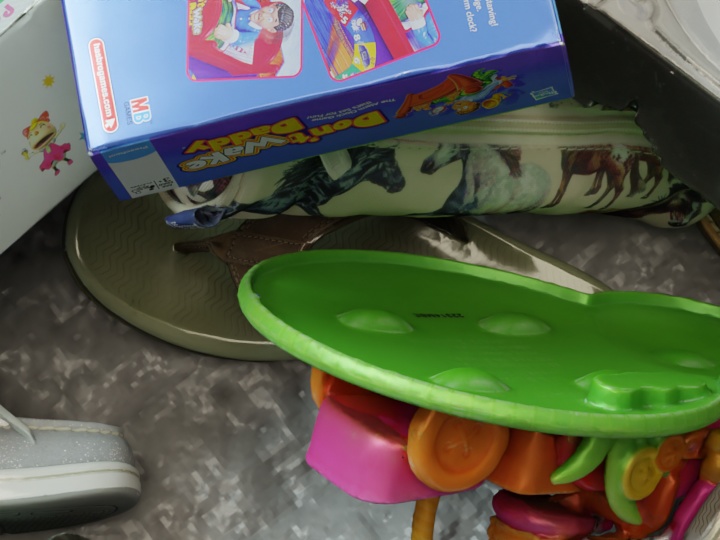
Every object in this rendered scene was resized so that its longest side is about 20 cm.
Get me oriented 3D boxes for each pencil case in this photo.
[{"bbox_3d":[0.028,-0.051,0.911,0.200,0.089,0.078,-1,113,-29],"label":"pencil case"}]

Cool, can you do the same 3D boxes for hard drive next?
[{"bbox_3d":[0.155,-0.080,0.922,0.140,0.038,0.200,39,41,11],"label":"hard drive"}]

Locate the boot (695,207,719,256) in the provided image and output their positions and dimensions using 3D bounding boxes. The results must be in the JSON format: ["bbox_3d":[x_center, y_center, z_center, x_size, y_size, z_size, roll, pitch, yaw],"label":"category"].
[{"bbox_3d":[0.198,0.001,0.938,0.200,0.075,0.074,32,79,10],"label":"boot"}]

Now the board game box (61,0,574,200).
[{"bbox_3d":[-0.025,-0.133,0.823,0.134,0.045,0.200,-12,73,4],"label":"board game box"}]

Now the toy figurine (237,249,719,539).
[{"bbox_3d":[0.041,0.103,0.890,0.200,0.150,0.184,1,108,-35],"label":"toy figurine"}]

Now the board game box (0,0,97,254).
[{"bbox_3d":[-0.181,-0.055,0.901,0.148,0.064,0.200,-42,40,-11],"label":"board game box"}]

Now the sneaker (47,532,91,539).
[{"bbox_3d":[-0.100,0.188,0.906,0.089,0.077,0.200,-18,75,28],"label":"sneaker"}]

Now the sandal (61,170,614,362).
[{"bbox_3d":[0.001,-0.001,0.947,0.201,0.057,0.080,16,78,3],"label":"sandal"}]

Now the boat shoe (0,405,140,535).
[{"bbox_3d":[-0.170,0.048,0.930,0.202,0.074,0.065,5,79,9],"label":"boat shoe"}]

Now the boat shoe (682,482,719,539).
[{"bbox_3d":[0.159,0.071,0.852,0.072,0.076,0.200,41,91,29],"label":"boat shoe"}]
